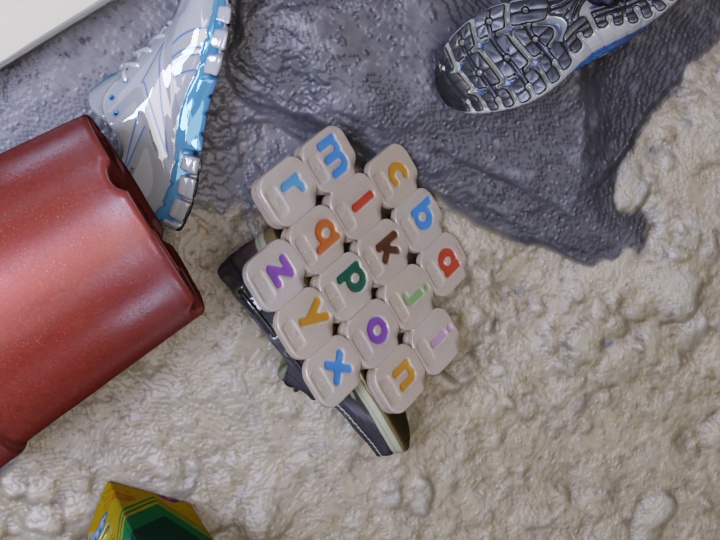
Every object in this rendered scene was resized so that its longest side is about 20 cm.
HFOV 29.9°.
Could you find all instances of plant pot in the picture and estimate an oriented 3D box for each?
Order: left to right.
[{"bbox_3d":[-0.218,0.012,0.856,0.195,0.201,0.201,-31,104,-3],"label":"plant pot"}]

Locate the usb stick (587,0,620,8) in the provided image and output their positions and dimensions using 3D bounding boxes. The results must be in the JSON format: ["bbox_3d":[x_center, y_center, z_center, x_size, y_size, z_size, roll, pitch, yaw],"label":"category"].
[{"bbox_3d":[0.118,-0.264,0.967,0.200,0.033,0.055,43,94,16],"label":"usb stick"}]

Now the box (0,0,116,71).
[{"bbox_3d":[-0.233,-0.187,0.907,0.200,0.068,0.082,-33,104,-9],"label":"box"}]

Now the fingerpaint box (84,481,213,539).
[{"bbox_3d":[-0.168,0.268,0.930,0.073,0.167,0.200,20,92,-19],"label":"fingerpaint box"}]

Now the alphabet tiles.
[{"bbox_3d":[0.000,0.000,0.978,0.196,0.015,0.200,-43,108,-40],"label":"alphabet tiles"}]

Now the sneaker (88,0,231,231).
[{"bbox_3d":[-0.143,-0.133,0.940,0.086,0.075,0.200,12,93,-11],"label":"sneaker"}]

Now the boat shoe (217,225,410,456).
[{"bbox_3d":[-0.033,0.059,0.999,0.066,0.072,0.201,-28,109,13],"label":"boat shoe"}]

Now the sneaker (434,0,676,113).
[{"bbox_3d":[0.151,-0.173,1.011,0.200,0.089,0.079,-26,82,10],"label":"sneaker"}]
